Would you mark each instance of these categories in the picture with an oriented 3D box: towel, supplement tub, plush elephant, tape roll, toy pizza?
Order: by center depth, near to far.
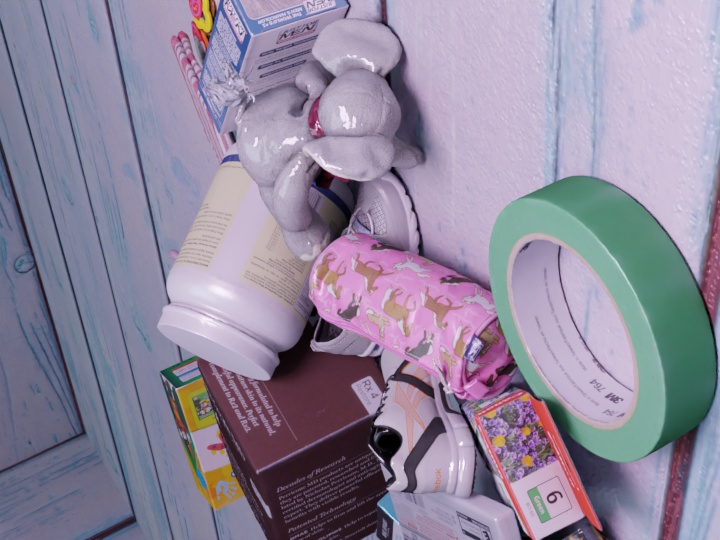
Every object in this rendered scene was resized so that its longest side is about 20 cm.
[{"bbox_3d":[0.166,0.035,0.879,0.201,0.048,0.202,49,152,37],"label":"tape roll"},{"bbox_3d":[-0.019,-0.120,1.056,0.153,0.167,0.200,1,157,29],"label":"plush elephant"},{"bbox_3d":[-0.103,-0.010,1.211,0.143,0.202,0.145,22,165,6],"label":"supplement tub"},{"bbox_3d":[-0.154,-0.160,1.357,0.201,0.030,0.147,-120,9,-47],"label":"towel"},{"bbox_3d":[-0.151,-0.248,1.369,0.201,0.031,0.202,50,153,37],"label":"toy pizza"}]

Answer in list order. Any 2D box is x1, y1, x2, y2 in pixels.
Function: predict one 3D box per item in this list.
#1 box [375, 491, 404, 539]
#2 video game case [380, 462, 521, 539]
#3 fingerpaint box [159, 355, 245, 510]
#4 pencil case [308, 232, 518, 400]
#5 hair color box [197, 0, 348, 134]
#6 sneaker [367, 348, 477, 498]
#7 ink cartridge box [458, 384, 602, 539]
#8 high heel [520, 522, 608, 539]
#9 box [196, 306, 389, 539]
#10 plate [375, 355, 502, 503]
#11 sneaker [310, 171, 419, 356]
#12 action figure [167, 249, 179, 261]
[{"bbox_3d":[0.101,0.300,1.231,0.200,0.049,0.083,41,154,24],"label":"box"},{"bbox_3d":[0.097,0.270,1.106,0.199,0.023,0.184,12,122,61],"label":"video game case"},{"bbox_3d":[-0.121,0.164,1.485,0.073,0.198,0.169,26,136,60],"label":"fingerpaint box"},{"bbox_3d":[0.045,0.036,1.056,0.199,0.086,0.084,28,122,38],"label":"pencil case"},{"bbox_3d":[-0.088,-0.209,1.164,0.061,0.099,0.200,63,158,11],"label":"hair color box"},{"bbox_3d":[0.040,0.122,1.088,0.201,0.079,0.075,-113,24,-59],"label":"sneaker"},{"bbox_3d":[0.132,0.155,0.998,0.200,0.050,0.110,136,110,-88],"label":"ink cartridge box"},{"bbox_3d":[0.148,0.238,1.091,0.199,0.071,0.144,27,139,41],"label":"high heel"},{"bbox_3d":[-0.052,0.175,1.297,0.166,0.163,0.202,54,162,41],"label":"box"},{"bbox_3d":[0.081,0.154,1.222,0.201,0.032,0.200,62,159,15],"label":"plate"},{"bbox_3d":[0.000,0.000,1.163,0.075,0.081,0.203,42,131,48],"label":"sneaker"},{"bbox_3d":[-0.173,0.053,1.588,0.134,0.148,0.201,49,140,24],"label":"action figure"}]
